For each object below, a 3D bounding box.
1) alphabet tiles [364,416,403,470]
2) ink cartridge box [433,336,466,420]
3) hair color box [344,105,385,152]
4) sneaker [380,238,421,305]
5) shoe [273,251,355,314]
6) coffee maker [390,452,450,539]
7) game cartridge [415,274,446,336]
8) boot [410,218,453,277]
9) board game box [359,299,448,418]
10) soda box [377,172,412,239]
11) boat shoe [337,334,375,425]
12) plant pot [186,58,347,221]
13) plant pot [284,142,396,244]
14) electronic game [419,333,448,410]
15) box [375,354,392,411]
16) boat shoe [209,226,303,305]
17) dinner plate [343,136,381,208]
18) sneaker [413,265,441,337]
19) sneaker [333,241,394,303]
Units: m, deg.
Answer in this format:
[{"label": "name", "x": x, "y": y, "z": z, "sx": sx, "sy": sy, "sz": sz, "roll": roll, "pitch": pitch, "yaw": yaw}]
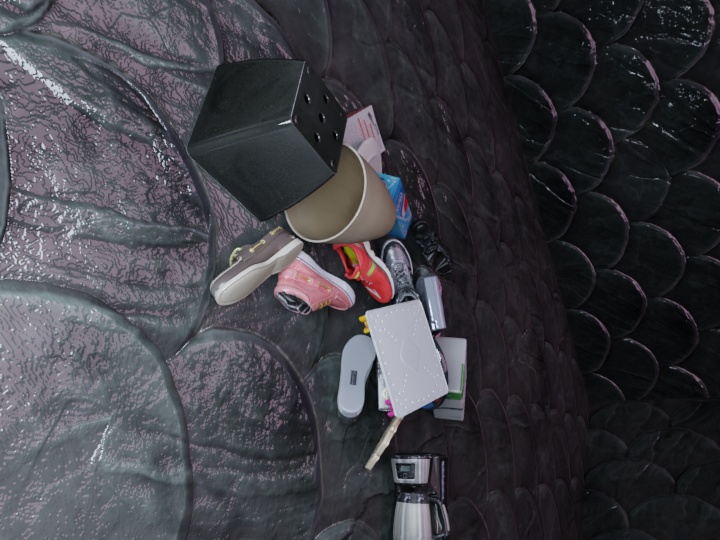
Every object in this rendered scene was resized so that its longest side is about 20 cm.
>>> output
[{"label": "alphabet tiles", "x": 0.070, "y": 0.319, "z": 1.201, "sx": 0.200, "sy": 0.015, "sz": 0.197, "roll": -46, "pitch": 164, "yaw": -55}, {"label": "ink cartridge box", "x": 0.230, "y": 0.283, "z": 1.500, "sx": 0.201, "sy": 0.082, "sz": 0.148, "roll": 74, "pitch": 23, "yaw": -54}, {"label": "hair color box", "x": -0.021, "y": -0.288, "z": 1.300, "sx": 0.200, "sy": 0.063, "sz": 0.112, "roll": -47, "pitch": 123, "yaw": -53}, {"label": "sneaker", "x": 0.099, "y": 0.027, "z": 1.365, "sx": 0.114, "sy": 0.074, "sz": 0.203, "roll": -131, "pitch": -150, "yaw": -79}, {"label": "shoe", "x": -0.085, "y": 0.048, "z": 1.088, "sx": 0.200, "sy": 0.071, "sz": 0.092, "roll": 41, "pitch": 49, "yaw": -42}, {"label": "coffee maker", "x": 0.132, "y": 0.513, "z": 1.300, "sx": 0.192, "sy": 0.133, "sz": 0.203, "roll": 67, "pitch": 24, "yaw": -70}, {"label": "game cartridge", "x": 0.159, "y": 0.081, "z": 1.344, "sx": 0.200, "sy": 0.041, "sz": 0.135, "roll": 94, "pitch": -9, "yaw": -78}, {"label": "boot", "x": 0.208, "y": -0.039, "z": 1.559, "sx": 0.199, "sy": 0.073, "sz": 0.163, "roll": 50, "pitch": 11, "yaw": -33}, {"label": "board game box", "x": 0.088, "y": 0.167, "z": 1.143, "sx": 0.199, "sy": 0.026, "sz": 0.202, "roll": -7, "pitch": 78, "yaw": -54}, {"label": "soda box", "x": 0.067, "y": -0.146, "z": 1.339, "sx": 0.200, "sy": 0.067, "sz": 0.065, "roll": 57, "pitch": 52, "yaw": -66}, {"label": "boat shoe", "x": -0.014, "y": 0.218, "z": 1.177, "sx": 0.201, "sy": 0.068, "sz": 0.057, "roll": -75, "pitch": 179, "yaw": -48}, {"label": "plant pot", "x": -0.134, "y": -0.231, "z": 0.969, "sx": 0.200, "sy": 0.175, "sz": 0.202, "roll": 46, "pitch": 43, "yaw": -46}, {"label": "plant pot", "x": -0.017, "y": -0.128, "z": 1.131, "sx": 0.199, "sy": 0.185, "sz": 0.190, "roll": 17, "pitch": 67, "yaw": -57}, {"label": "electronic game", "x": 0.127, "y": 0.213, "z": 1.298, "sx": 0.041, "sy": 0.199, "sz": 0.203, "roll": -11, "pitch": 92, "yaw": -31}, {"label": "box", "x": 0.056, "y": 0.198, "z": 1.244, "sx": 0.159, "sy": 0.045, "sz": 0.203, "roll": 85, "pitch": 3, "yaw": -76}, {"label": "boat shoe", "x": -0.176, "y": -0.012, "z": 0.949, "sx": 0.059, "sy": 0.072, "sz": 0.200, "roll": 40, "pitch": 45, "yaw": 11}, {"label": "dinner plate", "x": 0.013, "y": -0.192, "z": 1.287, "sx": 0.200, "sy": 0.024, "sz": 0.203, "roll": 15, "pitch": 90, "yaw": -72}, {"label": "sneaker", "x": 0.166, "y": 0.084, "z": 1.497, "sx": 0.095, "sy": 0.078, "sz": 0.203, "roll": 17, "pitch": 66, "yaw": -68}, {"label": "sneaker", "x": 0.000, "y": 0.000, "z": 1.257, "sx": 0.201, "sy": 0.076, "sz": 0.085, "roll": 56, "pitch": 42, "yaw": -20}]
